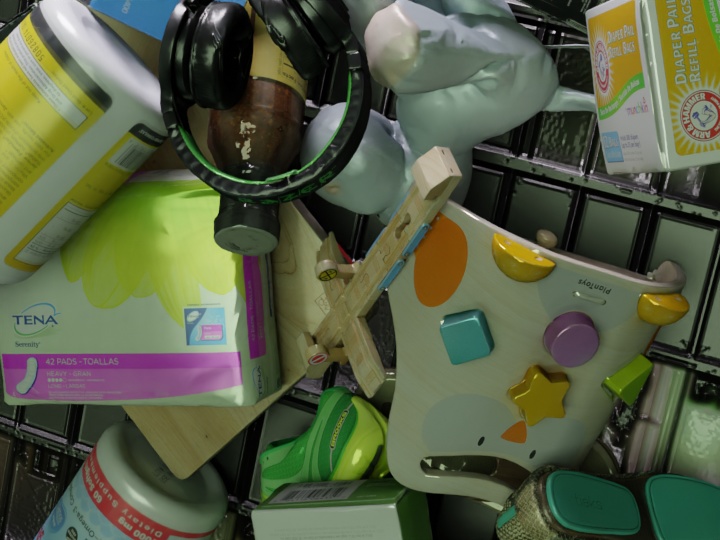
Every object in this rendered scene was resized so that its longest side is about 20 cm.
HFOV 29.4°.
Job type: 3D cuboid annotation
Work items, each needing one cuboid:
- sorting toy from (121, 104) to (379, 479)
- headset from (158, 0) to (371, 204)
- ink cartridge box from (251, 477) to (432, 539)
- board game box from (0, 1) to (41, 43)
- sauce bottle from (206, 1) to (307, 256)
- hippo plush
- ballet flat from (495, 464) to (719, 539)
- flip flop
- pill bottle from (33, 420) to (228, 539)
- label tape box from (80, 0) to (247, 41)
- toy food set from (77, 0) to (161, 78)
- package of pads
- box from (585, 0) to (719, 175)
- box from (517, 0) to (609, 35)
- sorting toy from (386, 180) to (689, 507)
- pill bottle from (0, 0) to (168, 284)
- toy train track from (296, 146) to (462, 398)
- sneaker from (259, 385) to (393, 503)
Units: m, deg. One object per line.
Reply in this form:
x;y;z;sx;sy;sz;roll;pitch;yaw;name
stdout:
-0.110;0.007;0.989;0.198;0.070;0.201;-41;84;19;sorting toy
-0.066;-0.141;0.791;0.122;0.094;0.203;-16;76;9;headset
0.000;0.242;0.899;0.102;0.059;0.203;-6;97;21;ink cartridge box
-0.286;-0.096;1.055;0.198;0.028;0.137;-28;87;20;board game box
-0.066;-0.109;0.867;0.065;0.066;0.203;-4;65;18;sauce bottle
0.041;-0.112;0.909;0.197;0.160;0.162;13;127;-26;hippo plush
0.171;0.166;0.892;0.075;0.197;0.069;-43;44;46;ballet flat
0.081;0.125;0.947;0.198;0.057;0.082;23;103;14;flip flop
-0.192;0.219;1.022;0.108;0.109;0.201;38;106;10;pill bottle
-0.138;-0.237;0.882;0.199;0.063;0.146;37;105;42;label tape box
-0.121;-0.237;0.975;0.143;0.060;0.201;44;107;20;toy food set
-0.156;0.010;0.932;0.197;0.068;0.157;-2;97;18;package of pads
0.243;-0.121;0.798;0.197;0.112;0.103;-10;94;-7;box
0.151;-0.255;0.849;0.158;0.044;0.202;21;104;-12;box
0.101;0.066;0.862;0.197;0.107;0.182;15;107;-20;sorting toy
-0.217;-0.064;0.852;0.200;0.112;0.112;-43;83;8;pill bottle
0.000;0.000;0.849;0.201;0.032;0.116;-55;45;40;toy train track
-0.039;0.164;0.988;0.084;0.073;0.201;52;121;31;sneaker
